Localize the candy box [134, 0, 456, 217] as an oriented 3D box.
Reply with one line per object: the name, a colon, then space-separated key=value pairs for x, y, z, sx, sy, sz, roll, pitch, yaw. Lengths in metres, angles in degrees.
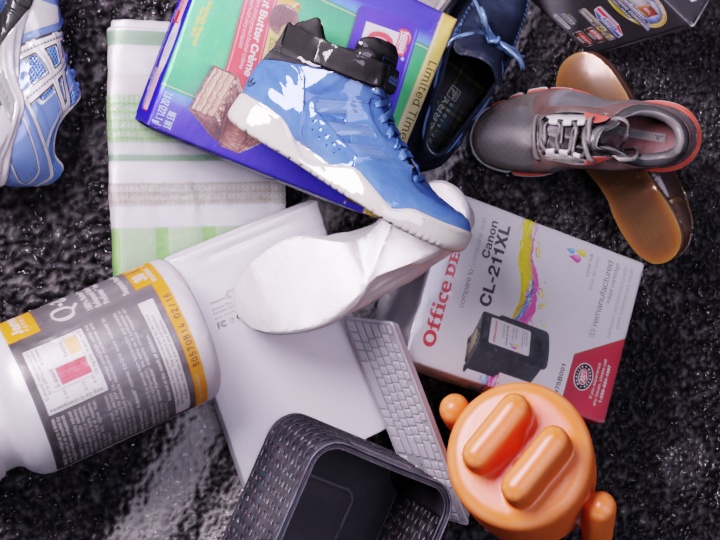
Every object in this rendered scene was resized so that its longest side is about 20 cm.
candy box: x=-0.050 y=-0.155 z=1.024 sx=0.198 sy=0.077 sz=0.171 roll=20 pitch=94 yaw=-20

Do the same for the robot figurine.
robot figurine: x=0.132 y=0.159 z=1.055 sx=0.142 sy=0.200 sz=0.118 roll=-1 pitch=73 yaw=11

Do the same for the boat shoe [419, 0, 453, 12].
boat shoe: x=0.031 y=-0.217 z=1.105 sx=0.200 sy=0.060 sz=0.074 roll=-46 pitch=106 yaw=-15

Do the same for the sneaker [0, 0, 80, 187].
sneaker: x=-0.253 y=-0.159 z=0.999 sx=0.076 sy=0.075 sz=0.203 roll=12 pitch=85 yaw=-43

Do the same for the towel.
towel: x=-0.131 y=-0.096 z=1.063 sx=0.147 sy=0.031 sz=0.203 roll=-1 pitch=92 yaw=-19

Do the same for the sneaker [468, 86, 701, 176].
sneaker: x=0.186 y=-0.118 z=1.114 sx=0.197 sy=0.082 sz=0.078 roll=-1 pitch=96 yaw=14

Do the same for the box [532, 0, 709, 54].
box: x=0.177 y=-0.271 z=1.109 sx=0.199 sy=0.160 sz=0.045 roll=39 pitch=78 yaw=-17

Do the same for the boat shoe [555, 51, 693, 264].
boat shoe: x=0.238 y=-0.102 z=1.186 sx=0.070 sy=0.070 sz=0.202 roll=-24 pitch=92 yaw=-56

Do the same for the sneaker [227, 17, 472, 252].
sneaker: x=0.013 y=-0.105 z=0.951 sx=0.199 sy=0.077 sz=0.112 roll=33 pitch=93 yaw=7

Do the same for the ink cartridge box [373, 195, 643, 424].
ink cartridge box: x=0.123 y=0.033 z=1.127 sx=0.198 sy=0.083 sz=0.148 roll=18 pitch=83 yaw=-20

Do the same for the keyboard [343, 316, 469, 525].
keyboard: x=0.039 y=0.124 z=1.083 sx=0.011 sy=0.056 sz=0.202 roll=-43 pitch=122 yaw=-41

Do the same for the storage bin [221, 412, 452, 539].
storage bin: x=-0.033 y=0.231 z=1.044 sx=0.134 sy=0.094 sz=0.202 roll=25 pitch=87 yaw=-25

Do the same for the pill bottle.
pill bottle: x=-0.212 y=0.079 z=0.980 sx=0.198 sy=0.116 sz=0.118 roll=-23 pitch=98 yaw=-20

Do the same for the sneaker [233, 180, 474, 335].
sneaker: x=0.000 y=0.000 z=1.032 sx=0.198 sy=0.088 sz=0.076 roll=-22 pitch=77 yaw=8

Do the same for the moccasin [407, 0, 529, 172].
moccasin: x=0.100 y=-0.169 z=1.127 sx=0.080 sy=0.068 sz=0.202 roll=27 pitch=80 yaw=-19

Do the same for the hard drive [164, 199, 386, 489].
hard drive: x=-0.066 y=0.061 z=1.070 sx=0.131 sy=0.027 sz=0.203 roll=-22 pitch=105 yaw=-20
